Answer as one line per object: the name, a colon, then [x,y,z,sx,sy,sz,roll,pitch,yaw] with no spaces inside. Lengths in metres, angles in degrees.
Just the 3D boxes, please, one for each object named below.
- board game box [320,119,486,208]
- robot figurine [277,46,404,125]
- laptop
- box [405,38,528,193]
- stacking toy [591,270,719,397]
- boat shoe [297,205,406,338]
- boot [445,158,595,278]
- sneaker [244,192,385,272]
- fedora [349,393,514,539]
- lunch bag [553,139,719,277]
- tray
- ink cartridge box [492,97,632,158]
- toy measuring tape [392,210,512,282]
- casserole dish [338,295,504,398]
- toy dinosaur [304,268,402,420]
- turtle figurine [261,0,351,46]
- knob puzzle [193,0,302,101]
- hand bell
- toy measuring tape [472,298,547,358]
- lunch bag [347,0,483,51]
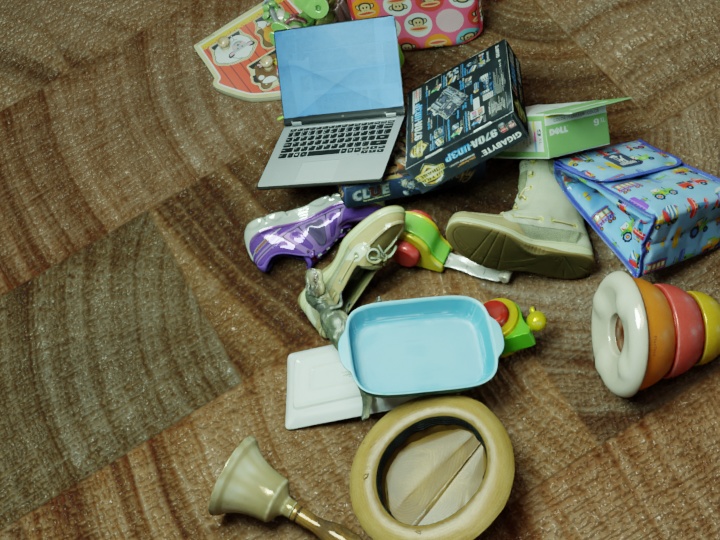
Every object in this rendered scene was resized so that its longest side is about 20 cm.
board game box: [0.054,-0.152,1.586,0.197,0.035,0.136,-12,39,-13]
robot figurine: [-0.027,-0.268,1.679,0.175,0.116,0.200,33,71,35]
laptop: [-0.046,-0.220,1.546,0.184,0.117,0.202,-2,46,25]
box: [0.136,-0.205,1.523,0.157,0.046,0.201,-27,32,21]
stacking toy: [0.384,0.072,1.387,0.196,0.147,0.148,-2,56,-10]
boat shoe: [-0.002,0.000,1.494,0.201,0.073,0.063,-47,64,23]
boot: [0.203,-0.079,1.506,0.197,0.072,0.157,12,54,-11]
sneaker: [-0.057,-0.049,1.590,0.197,0.081,0.085,-18,82,0]
fedora: [0.087,0.244,1.355,0.197,0.082,0.203,-7,60,12]
lunch bag: [0.350,-0.099,1.489,0.149,0.095,0.200,-18,43,-27]
tray: [-0.008,0.129,1.461,0.197,0.022,0.109,-14,54,19]
ink cartridge box: [0.252,-0.181,1.510,0.102,0.060,0.199,-14,11,-26]
toy measuring tape: [0.101,-0.034,1.522,0.197,0.074,0.074,16,63,22]
casserole dish: [0.071,0.095,1.385,0.196,0.039,0.123,-6,60,-6]
toy dinosaur: [0.000,0.080,1.443,0.087,0.048,0.202,-23,68,-8]
turtle figurine: [-0.096,-0.413,1.717,0.142,0.202,0.195,-14,25,14]
knob puzzle: [-0.144,-0.338,1.802,0.216,0.031,0.223,-6,58,9]
hand bell: [-0.069,0.288,1.376,0.198,0.105,0.105,27,67,14]
toy measuring tape: [0.137,0.081,1.460,0.197,0.074,0.075,-18,55,18]
lunch bag: [0.077,-0.406,1.703,0.196,0.177,0.083,-4,58,10]
